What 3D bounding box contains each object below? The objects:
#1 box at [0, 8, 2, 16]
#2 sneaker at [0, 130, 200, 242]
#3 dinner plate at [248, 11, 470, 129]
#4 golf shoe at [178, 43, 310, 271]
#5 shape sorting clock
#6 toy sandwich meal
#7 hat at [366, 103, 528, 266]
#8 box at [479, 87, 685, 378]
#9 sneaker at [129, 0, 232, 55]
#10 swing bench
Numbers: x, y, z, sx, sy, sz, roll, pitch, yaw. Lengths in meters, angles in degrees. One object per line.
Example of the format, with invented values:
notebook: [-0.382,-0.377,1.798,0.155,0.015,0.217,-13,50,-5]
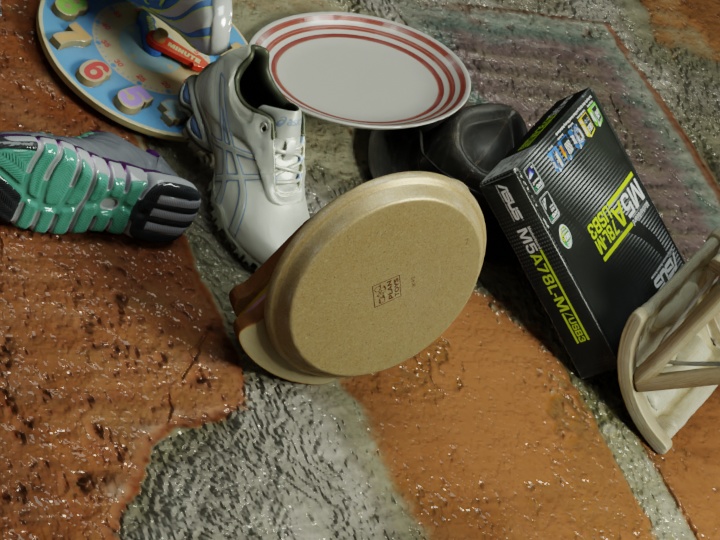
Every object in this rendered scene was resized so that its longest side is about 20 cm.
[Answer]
box: [-0.392,-0.278,1.697,0.200,0.050,0.199,13,43,-29]
sneaker: [-0.220,-0.074,1.607,0.200,0.074,0.088,15,26,-40]
dinner plate: [-0.002,-0.171,1.875,0.200,0.024,0.200,6,36,-5]
golf shoe: [-0.076,-0.085,1.684,0.078,0.097,0.200,-12,71,-45]
shape sorting clock: [-0.174,-0.186,1.778,0.200,0.039,0.200,22,38,-18]
toy sandwich meal: [0.000,0.000,1.586,0.205,0.205,0.070,3,33,-36]
hat: [0.102,-0.101,1.870,0.200,0.081,0.201,21,38,-18]
box: [0.196,-0.036,1.841,0.193,0.047,0.200,59,35,-10]
sneaker: [-0.175,-0.232,1.747,0.105,0.076,0.200,-6,32,-20]
swing bench: [0.327,0.030,1.794,0.130,0.200,0.199,58,36,-5]
